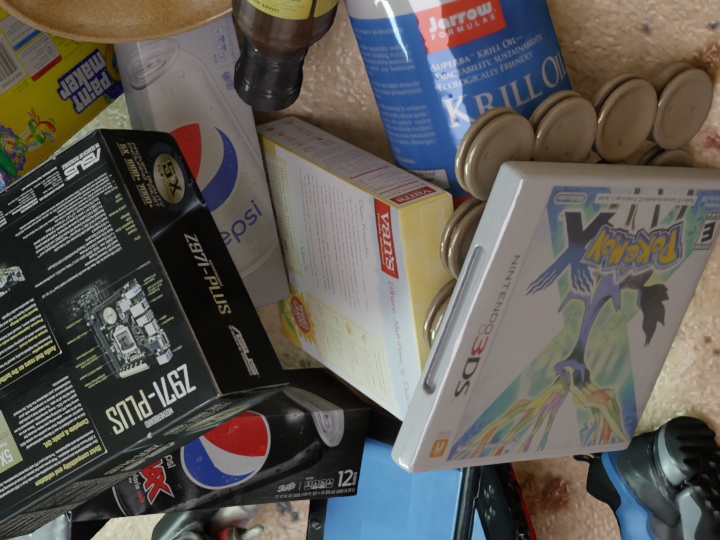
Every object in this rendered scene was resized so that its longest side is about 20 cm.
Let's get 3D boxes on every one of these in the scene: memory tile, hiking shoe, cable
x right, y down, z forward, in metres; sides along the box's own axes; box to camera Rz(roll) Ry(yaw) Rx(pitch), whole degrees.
[{"bbox_3d":[0.117,-0.035,1.253,0.017,0.199,0.155,34,127,39],"label":"memory tile"},{"bbox_3d":[0.208,0.188,1.393,0.086,0.074,0.202,-18,97,35],"label":"hiking shoe"},{"bbox_3d":[-0.127,0.204,1.516,0.050,0.098,0.200,18,133,-29],"label":"cable"}]

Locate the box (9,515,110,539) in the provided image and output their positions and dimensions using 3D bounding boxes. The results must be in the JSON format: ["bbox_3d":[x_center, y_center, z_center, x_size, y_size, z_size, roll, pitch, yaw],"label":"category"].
[{"bbox_3d":[-0.252,0.081,1.462,0.198,0.104,0.149,14,115,16],"label":"box"}]

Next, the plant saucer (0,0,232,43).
[{"bbox_3d":[-0.119,-0.205,1.226,0.198,0.036,0.201,-13,146,-9],"label":"plant saucer"}]

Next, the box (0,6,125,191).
[{"bbox_3d":[-0.267,-0.101,1.358,0.192,0.200,0.123,-24,105,29],"label":"box"}]

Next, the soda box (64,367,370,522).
[{"bbox_3d":[-0.097,0.106,1.387,0.071,0.198,0.064,38,125,54],"label":"soda box"}]

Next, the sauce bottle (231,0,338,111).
[{"bbox_3d":[-0.039,-0.166,1.230,0.064,0.065,0.201,27,142,7],"label":"sauce bottle"}]

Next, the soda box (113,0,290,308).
[{"bbox_3d":[-0.100,-0.074,1.367,0.063,0.068,0.202,-17,111,-17],"label":"soda box"}]

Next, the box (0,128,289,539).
[{"bbox_3d":[-0.167,0.039,1.258,0.199,0.086,0.165,-31,79,22],"label":"box"}]

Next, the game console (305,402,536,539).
[{"bbox_3d":[0.032,0.208,1.440,0.117,0.173,0.202,1,118,-9],"label":"game console"}]

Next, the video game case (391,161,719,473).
[{"bbox_3d":[0.119,0.026,1.265,0.022,0.199,0.184,36,115,37],"label":"video game case"}]

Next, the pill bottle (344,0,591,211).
[{"bbox_3d":[0.053,-0.135,1.270,0.111,0.112,0.201,-11,110,25],"label":"pill bottle"}]

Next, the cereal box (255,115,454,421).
[{"bbox_3d":[0.000,0.000,1.326,0.200,0.039,0.145,31,134,57],"label":"cereal box"}]
